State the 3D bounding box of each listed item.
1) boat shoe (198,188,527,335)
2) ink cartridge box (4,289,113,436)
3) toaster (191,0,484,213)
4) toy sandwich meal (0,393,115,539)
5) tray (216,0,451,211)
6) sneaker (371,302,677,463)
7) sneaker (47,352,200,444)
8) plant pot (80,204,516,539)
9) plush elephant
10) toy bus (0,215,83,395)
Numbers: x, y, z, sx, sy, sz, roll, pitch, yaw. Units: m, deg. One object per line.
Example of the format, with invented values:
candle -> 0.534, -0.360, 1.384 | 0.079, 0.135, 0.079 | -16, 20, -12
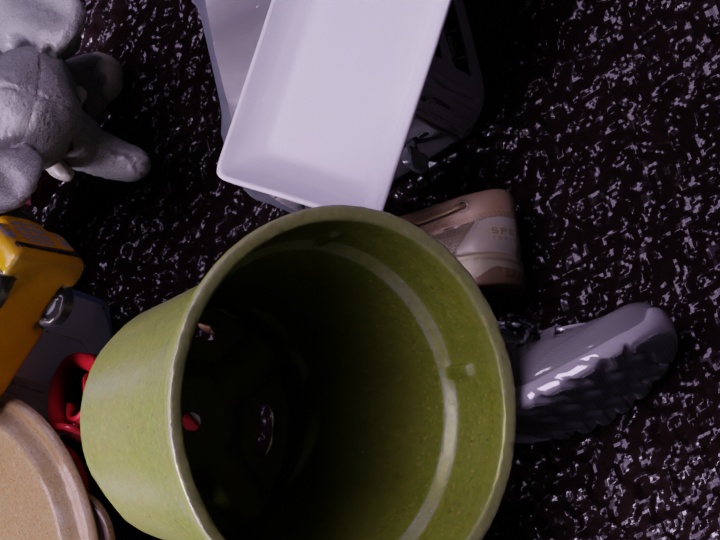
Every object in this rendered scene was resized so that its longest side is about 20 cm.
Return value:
boat shoe -> 0.000, 0.000, 1.491 | 0.199, 0.071, 0.065 | -10, 73, 23
ink cartridge box -> -0.265, 0.070, 1.617 | 0.199, 0.136, 0.077 | -25, 62, 28
toaster -> -0.013, -0.135, 1.514 | 0.129, 0.113, 0.201 | -24, 65, 24
toy sandwich meal -> -0.192, 0.165, 1.542 | 0.204, 0.070, 0.207 | 9, 101, 48
tray -> 0.000, -0.130, 1.429 | 0.107, 0.022, 0.201 | 18, 88, 30
sneaker -> 0.075, 0.052, 1.415 | 0.199, 0.075, 0.083 | -24, 65, 29
sneaker -> -0.112, 0.117, 1.505 | 0.200, 0.115, 0.079 | 37, 98, 37
plant pot -> -0.050, 0.076, 1.379 | 0.184, 0.199, 0.202 | -9, 69, 60
plush elephant -> -0.197, -0.083, 1.570 | 0.154, 0.199, 0.166 | 4, 71, 50
toy bus -> -0.240, 0.052, 1.483 | 0.078, 0.065, 0.201 | 44, 108, 31
